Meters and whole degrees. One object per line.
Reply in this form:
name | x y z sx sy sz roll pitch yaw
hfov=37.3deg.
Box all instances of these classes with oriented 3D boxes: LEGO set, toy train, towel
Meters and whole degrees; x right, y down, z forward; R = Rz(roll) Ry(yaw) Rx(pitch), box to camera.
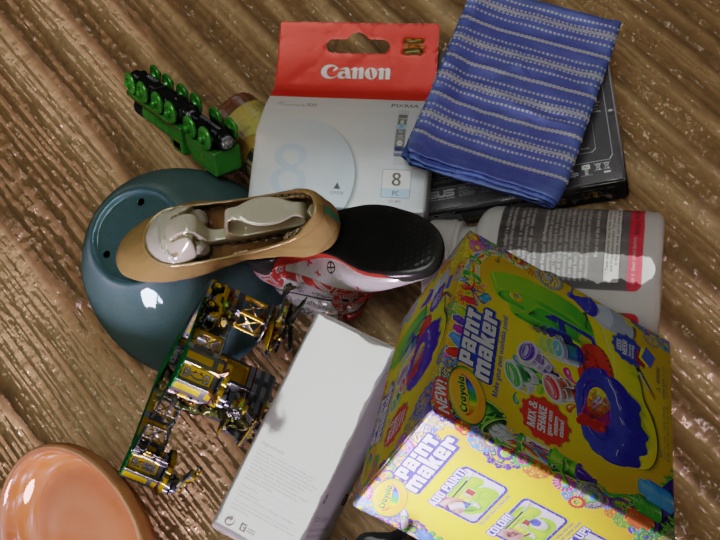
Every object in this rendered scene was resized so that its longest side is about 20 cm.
LEGO set | -0.113 0.110 0.909 0.115 0.154 0.201 25 123 -12
toy train | -0.176 -0.148 1.049 0.041 0.057 0.200 -24 39 -27
towel | 0.133 -0.158 0.935 0.144 0.024 0.201 18 69 12

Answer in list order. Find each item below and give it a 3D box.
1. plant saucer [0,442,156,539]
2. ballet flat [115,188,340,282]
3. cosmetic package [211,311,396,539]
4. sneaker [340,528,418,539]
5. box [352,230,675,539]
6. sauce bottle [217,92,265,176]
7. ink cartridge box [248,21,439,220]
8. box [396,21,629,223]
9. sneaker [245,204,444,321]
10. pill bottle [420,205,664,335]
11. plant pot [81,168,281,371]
plant saucer | -0.248 0.250 0.955 0.199 0.037 0.202 7 102 34
ballet flat | -0.117 -0.037 0.884 0.198 0.063 0.069 -11 70 7
cosmetic package | -0.038 0.147 0.922 0.081 0.113 0.201 26 85 14
sneaker | 0.064 0.239 0.772 0.199 0.140 0.078 4 47 35
box | 0.120 0.111 0.799 0.191 0.122 0.201 28 39 -8
sauce bottle | -0.061 -0.091 1.023 0.066 0.066 0.200 -47 66 -1
ink cartridge box | -0.011 -0.142 0.972 0.158 0.047 0.202 3 77 9
box | 0.137 -0.132 0.988 0.198 0.048 0.160 -9 71 13
sneaker | 0.000 -0.001 0.938 0.200 0.108 0.068 2 60 31
pill bottle | 0.156 0.002 0.912 0.198 0.111 0.112 3 75 16
plant pot | -0.180 -0.012 0.997 0.198 0.135 0.202 -4 74 14
